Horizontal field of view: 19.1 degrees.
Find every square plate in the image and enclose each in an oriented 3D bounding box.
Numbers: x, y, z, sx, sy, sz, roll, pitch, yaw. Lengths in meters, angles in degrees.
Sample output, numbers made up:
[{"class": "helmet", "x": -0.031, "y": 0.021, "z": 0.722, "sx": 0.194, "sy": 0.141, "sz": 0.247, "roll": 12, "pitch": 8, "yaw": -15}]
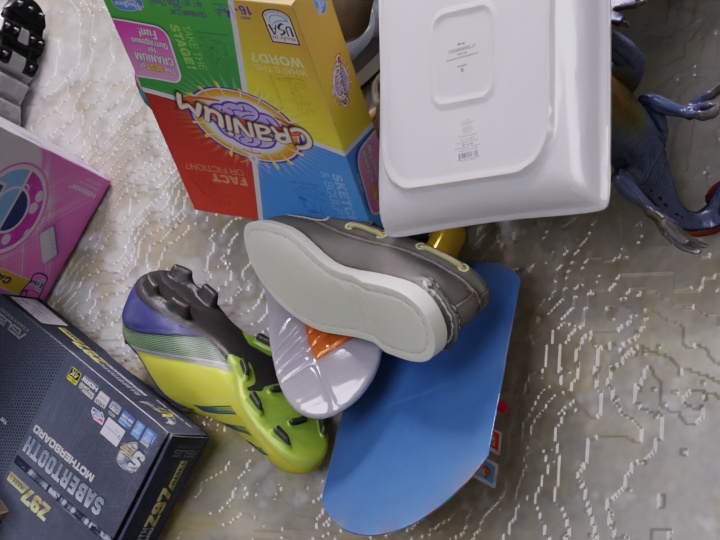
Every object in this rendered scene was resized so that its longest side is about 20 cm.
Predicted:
[{"class": "square plate", "x": 0.071, "y": -0.127, "z": 1.281, "sx": 0.199, "sy": 0.028, "sz": 0.200, "roll": -6, "pitch": 81, "yaw": 51}]

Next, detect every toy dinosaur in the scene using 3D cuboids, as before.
[{"class": "toy dinosaur", "x": 0.172, "y": -0.097, "z": 1.338, "sx": 0.105, "sy": 0.182, "sz": 0.200, "roll": -42, "pitch": 47, "yaw": -10}]

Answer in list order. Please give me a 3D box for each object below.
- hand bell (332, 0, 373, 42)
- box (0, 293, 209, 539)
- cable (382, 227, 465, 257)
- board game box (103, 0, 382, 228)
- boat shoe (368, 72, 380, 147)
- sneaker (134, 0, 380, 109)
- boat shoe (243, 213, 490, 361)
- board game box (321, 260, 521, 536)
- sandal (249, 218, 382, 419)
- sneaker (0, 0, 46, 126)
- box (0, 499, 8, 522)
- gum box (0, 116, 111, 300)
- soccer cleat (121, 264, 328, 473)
[{"class": "hand bell", "x": -0.023, "y": -0.138, "z": 1.459, "sx": 0.104, "sy": 0.104, "sz": 0.201, "roll": 28, "pitch": 133, "yaw": 31}, {"class": "box", "x": -0.220, "y": 0.133, "z": 1.549, "sx": 0.200, "sy": 0.051, "sz": 0.159, "roll": 36, "pitch": 105, "yaw": 32}, {"class": "cable", "x": 0.070, "y": -0.064, "z": 1.460, "sx": 0.201, "sy": 0.050, "sz": 0.097, "roll": -54, "pitch": 20, "yaw": -11}, {"class": "board game box", "x": -0.070, "y": -0.115, "z": 1.410, "sx": 0.152, "sy": 0.201, "sz": 0.040, "roll": 9, "pitch": 49, "yaw": 30}, {"class": "boat shoe", "x": 0.038, "y": -0.107, "z": 1.414, "sx": 0.200, "sy": 0.076, "sz": 0.072, "roll": -6, "pitch": 53, "yaw": 62}, {"class": "sneaker", "x": -0.079, "y": -0.158, "z": 1.513, "sx": 0.199, "sy": 0.121, "sz": 0.084, "roll": -21, "pitch": 68, "yaw": 23}, {"class": "boat shoe", "x": 0.001, "y": 0.003, "z": 1.397, "sx": 0.060, "sy": 0.073, "sz": 0.201, "roll": -32, "pitch": 34, "yaw": -29}, {"class": "board game box", "x": 0.051, "y": 0.091, "z": 1.407, "sx": 0.157, "sy": 0.039, "sz": 0.201, "roll": -24, "pitch": 42, "yaw": 43}, {"class": "sandal", "x": -0.024, "y": 0.027, "z": 1.478, "sx": 0.079, "sy": 0.059, "sz": 0.208, "roll": -24, "pitch": 45, "yaw": 7}, {"class": "sneaker", "x": -0.307, "y": -0.117, "z": 1.665, "sx": 0.090, "sy": 0.066, "sz": 0.202, "roll": 5, "pitch": 76, "yaw": 33}, {"class": "box", "x": -0.339, "y": 0.193, "z": 1.586, "sx": 0.121, "sy": 0.032, "sz": 0.200, "roll": 52, "pitch": 126, "yaw": 21}, {"class": "gum box", "x": -0.283, "y": -0.057, "z": 1.553, "sx": 0.066, "sy": 0.200, "sz": 0.114, "roll": 31, "pitch": 92, "yaw": 31}, {"class": "soccer cleat", "x": -0.095, "y": 0.080, "z": 1.508, "sx": 0.200, "sy": 0.064, "sz": 0.084, "roll": 43, "pitch": 129, "yaw": 26}]
